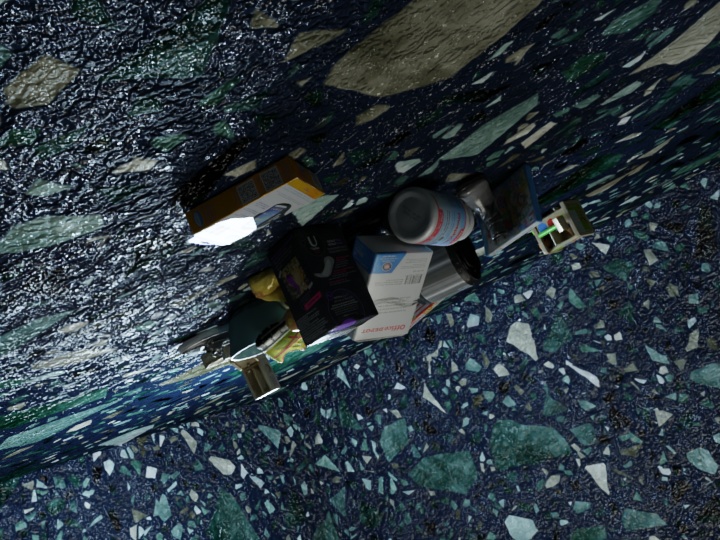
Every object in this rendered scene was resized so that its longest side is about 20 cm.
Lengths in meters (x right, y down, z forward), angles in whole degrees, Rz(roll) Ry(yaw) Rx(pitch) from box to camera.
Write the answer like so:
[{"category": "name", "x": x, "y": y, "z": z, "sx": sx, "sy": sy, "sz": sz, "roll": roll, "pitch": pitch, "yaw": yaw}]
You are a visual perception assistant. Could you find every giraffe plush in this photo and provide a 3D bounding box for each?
[{"category": "giraffe plush", "x": -0.120, "y": 0.059, "z": 1.489, "sx": 0.200, "sy": 0.163, "sz": 0.172, "roll": -32, "pitch": 166, "yaw": 37}]

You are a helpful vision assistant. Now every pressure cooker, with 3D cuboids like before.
[{"category": "pressure cooker", "x": 0.179, "y": -0.010, "z": 1.738, "sx": 0.199, "sy": 0.179, "sz": 0.176, "roll": -27, "pitch": 127, "yaw": 27}]

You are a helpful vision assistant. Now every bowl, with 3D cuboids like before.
[{"category": "bowl", "x": -0.245, "y": 0.136, "z": 1.727, "sx": 0.200, "sy": 0.105, "sz": 0.201, "roll": -24, "pitch": 168, "yaw": -5}]

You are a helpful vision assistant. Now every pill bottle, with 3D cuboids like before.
[{"category": "pill bottle", "x": 0.150, "y": -0.105, "z": 1.410, "sx": 0.109, "sy": 0.109, "sz": 0.200, "roll": -31, "pitch": 162, "yaw": 31}]

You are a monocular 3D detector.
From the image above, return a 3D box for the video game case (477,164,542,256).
[{"category": "video game case", "x": 0.341, "y": -0.135, "z": 1.623, "sx": 0.018, "sy": 0.144, "sz": 0.200, "roll": 2, "pitch": 157, "yaw": -25}]

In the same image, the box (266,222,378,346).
[{"category": "box", "x": -0.074, "y": 0.025, "z": 1.337, "sx": 0.122, "sy": 0.201, "sz": 0.106, "roll": -12, "pitch": 164, "yaw": -45}]

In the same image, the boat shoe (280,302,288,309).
[{"category": "boat shoe", "x": -0.105, "y": 0.055, "z": 1.736, "sx": 0.201, "sy": 0.072, "sz": 0.060, "roll": -10, "pitch": 166, "yaw": -42}]

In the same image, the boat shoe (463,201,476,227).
[{"category": "boat shoe", "x": 0.235, "y": -0.123, "z": 1.633, "sx": 0.067, "sy": 0.072, "sz": 0.200, "roll": -28, "pitch": 166, "yaw": 26}]

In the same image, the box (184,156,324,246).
[{"category": "box", "x": -0.163, "y": -0.094, "z": 1.031, "sx": 0.199, "sy": 0.042, "sz": 0.119, "roll": -25, "pitch": 169, "yaw": 12}]

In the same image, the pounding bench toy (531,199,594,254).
[{"category": "pounding bench toy", "x": 0.628, "y": -0.134, "z": 2.260, "sx": 0.156, "sy": 0.125, "sz": 0.200, "roll": -33, "pitch": 166, "yaw": 38}]

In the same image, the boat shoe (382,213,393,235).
[{"category": "boat shoe", "x": 0.088, "y": -0.096, "z": 1.535, "sx": 0.062, "sy": 0.073, "sz": 0.200, "roll": 13, "pitch": 178, "yaw": 10}]

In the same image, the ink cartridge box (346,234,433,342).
[{"category": "ink cartridge box", "x": 0.045, "y": 0.034, "z": 1.420, "sx": 0.144, "sy": 0.084, "sz": 0.201, "roll": -3, "pitch": 120, "yaw": -35}]

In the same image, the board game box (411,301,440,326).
[{"category": "board game box", "x": 0.143, "y": 0.049, "z": 1.899, "sx": 0.200, "sy": 0.152, "sz": 0.046, "roll": -42, "pitch": 159, "yaw": 8}]

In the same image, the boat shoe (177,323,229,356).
[{"category": "boat shoe", "x": -0.365, "y": 0.186, "z": 1.797, "sx": 0.199, "sy": 0.066, "sz": 0.070, "roll": -20, "pitch": 168, "yaw": -24}]

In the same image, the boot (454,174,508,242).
[{"category": "boot", "x": 0.277, "y": -0.131, "z": 1.529, "sx": 0.070, "sy": 0.132, "sz": 0.200, "roll": -28, "pitch": 168, "yaw": 23}]

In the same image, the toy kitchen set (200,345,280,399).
[{"category": "toy kitchen set", "x": -0.311, "y": 0.272, "z": 2.007, "sx": 0.163, "sy": 0.181, "sz": 0.200, "roll": -30, "pitch": 172, "yaw": 20}]

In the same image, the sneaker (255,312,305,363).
[{"category": "sneaker", "x": -0.140, "y": 0.136, "z": 1.609, "sx": 0.200, "sy": 0.090, "sz": 0.078, "roll": -36, "pitch": -158, "yaw": 0}]
